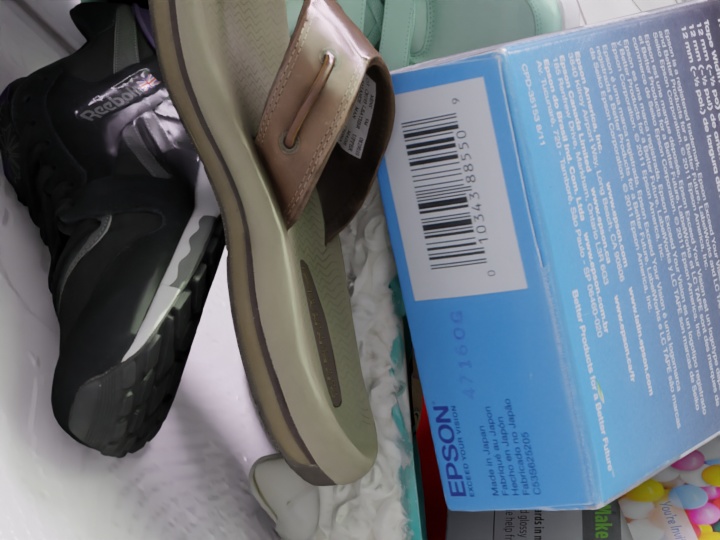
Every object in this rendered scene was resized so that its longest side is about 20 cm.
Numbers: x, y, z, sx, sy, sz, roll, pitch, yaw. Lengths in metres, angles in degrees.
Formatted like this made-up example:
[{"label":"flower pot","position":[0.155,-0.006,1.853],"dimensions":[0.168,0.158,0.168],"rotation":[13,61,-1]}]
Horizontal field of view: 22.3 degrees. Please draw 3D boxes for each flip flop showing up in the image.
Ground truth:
[{"label":"flip flop","position":[-0.015,-0.037,0.548],"dimensions":[0.081,0.057,0.202],"rotation":[-2,80,-71]}]

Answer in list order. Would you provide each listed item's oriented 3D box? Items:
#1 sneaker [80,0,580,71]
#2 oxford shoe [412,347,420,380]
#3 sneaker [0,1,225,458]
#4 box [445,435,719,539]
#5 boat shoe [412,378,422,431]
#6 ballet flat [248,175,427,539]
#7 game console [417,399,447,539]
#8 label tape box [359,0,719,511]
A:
[{"label":"sneaker","position":[-0.015,-0.096,0.743],"dimensions":[0.118,0.198,0.075],"rotation":[-43,138,-69]},{"label":"oxford shoe","position":[0.077,0.012,0.729],"dimensions":[0.071,0.072,0.200],"rotation":[15,4,17]},{"label":"sneaker","position":[-0.086,-0.020,0.598],"dimensions":[0.087,0.076,0.201],"rotation":[18,36,-4]},{"label":"box","position":[0.126,0.110,0.616],"dimensions":[0.156,0.198,0.042],"rotation":[-79,167,-57]},{"label":"boat shoe","position":[0.002,-0.001,0.753],"dimensions":[0.063,0.073,0.201],"rotation":[58,15,-25]},{"label":"ballet flat","position":[-0.007,0.046,0.617],"dimensions":[0.072,0.071,0.202],"rotation":[16,71,-62]},{"label":"game console","position":[0.068,0.130,0.758],"dimensions":[0.201,0.117,0.174],"rotation":[-100,179,-53]},{"label":"label tape box","position":[0.094,-0.015,0.637],"dimensions":[0.199,0.066,0.145],"rotation":[-20,99,-51]}]
